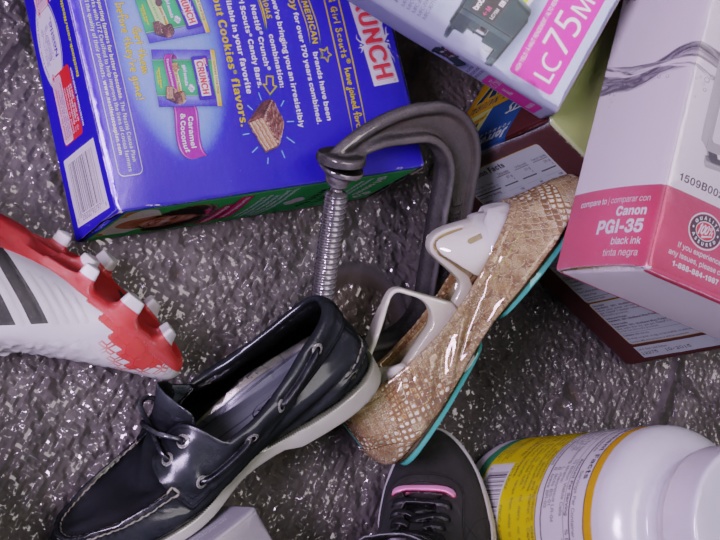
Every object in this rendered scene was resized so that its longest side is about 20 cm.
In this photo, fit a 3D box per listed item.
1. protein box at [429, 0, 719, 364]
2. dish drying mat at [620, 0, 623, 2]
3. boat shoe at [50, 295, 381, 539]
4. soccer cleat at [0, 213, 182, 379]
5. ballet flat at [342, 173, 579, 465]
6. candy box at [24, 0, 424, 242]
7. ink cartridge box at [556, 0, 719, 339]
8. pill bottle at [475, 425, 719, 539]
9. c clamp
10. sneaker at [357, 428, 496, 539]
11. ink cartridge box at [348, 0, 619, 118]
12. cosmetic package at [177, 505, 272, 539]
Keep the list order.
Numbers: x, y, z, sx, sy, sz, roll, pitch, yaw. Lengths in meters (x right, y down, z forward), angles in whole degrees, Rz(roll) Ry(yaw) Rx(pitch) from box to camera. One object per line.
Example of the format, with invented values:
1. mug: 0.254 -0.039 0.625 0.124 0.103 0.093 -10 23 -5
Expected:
1. protein box: 0.191 -0.083 0.888 0.200 0.135 0.199 42 63 -17
2. dish drying mat: 0.179 -0.190 0.813 0.198 0.018 0.078 18 71 -22
3. boat shoe: -0.082 0.080 0.703 0.198 0.075 0.066 -30 125 -12
4. soccer cleat: -0.180 0.017 0.692 0.199 0.069 0.085 34 97 -36
5. ballet flat: 0.052 0.016 0.768 0.065 0.070 0.201 35 85 -12
6. candy box: -0.077 -0.118 0.769 0.199 0.077 0.171 -10 85 -31
7. ink cartridge box: 0.209 -0.072 0.757 0.146 0.083 0.202 20 79 -25
8. pill bottle: 0.153 0.148 0.782 0.112 0.200 0.114 7 77 -29
9. c clamp: 0.000 0.000 0.770 0.170 0.027 0.202 -2 113 -38
10. sneaker: 0.033 0.151 0.740 0.100 0.070 0.201 75 17 -46
11. ink cartridge box: 0.050 -0.186 0.743 0.199 0.042 0.120 30 88 -2
12. cosmetic package: -0.063 0.232 0.703 0.107 0.090 0.201 -34 102 -29
